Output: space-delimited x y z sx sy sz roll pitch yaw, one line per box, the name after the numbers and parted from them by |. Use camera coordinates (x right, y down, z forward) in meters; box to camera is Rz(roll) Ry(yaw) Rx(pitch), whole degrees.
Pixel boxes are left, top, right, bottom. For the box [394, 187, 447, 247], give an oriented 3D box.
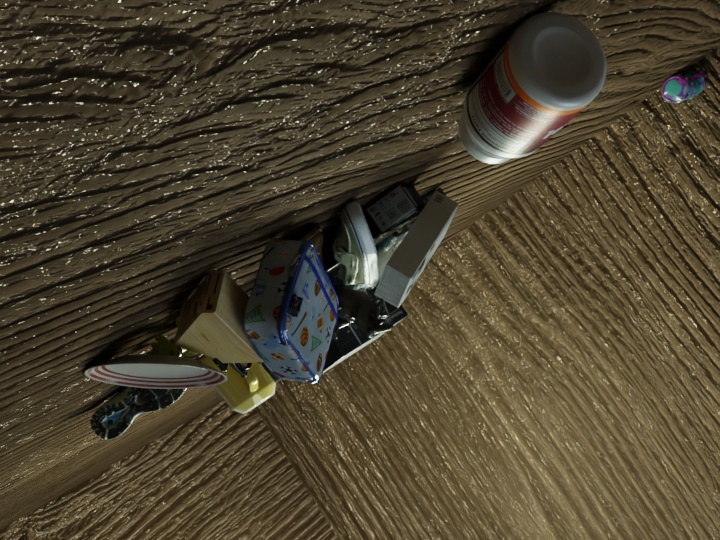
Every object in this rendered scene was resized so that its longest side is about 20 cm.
0.072 -0.078 1.833 0.200 0.049 0.161 -32 176 -22 | box

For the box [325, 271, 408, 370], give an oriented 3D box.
-0.045 0.066 1.683 0.200 0.182 0.104 -29 173 -45 | box

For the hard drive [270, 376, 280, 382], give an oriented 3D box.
-0.133 0.119 1.859 0.200 0.140 0.033 -35 176 16 | hard drive

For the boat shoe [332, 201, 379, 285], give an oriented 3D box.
-0.011 -0.030 1.388 0.062 0.072 0.200 -18 148 -3 | boat shoe

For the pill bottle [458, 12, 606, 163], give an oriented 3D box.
0.187 -0.199 1.044 0.113 0.113 0.200 -32 175 -20 | pill bottle

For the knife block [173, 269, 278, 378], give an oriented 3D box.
-0.157 0.085 1.246 0.200 0.175 0.064 -42 -145 55 | knife block

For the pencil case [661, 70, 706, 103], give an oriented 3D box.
1.033 -0.587 2.891 0.200 0.085 0.092 -26 161 -51 | pencil case

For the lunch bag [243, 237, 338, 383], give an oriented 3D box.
-0.088 0.052 1.243 0.200 0.075 0.161 70 31 -55 | lunch bag

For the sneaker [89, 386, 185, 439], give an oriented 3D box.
-0.405 0.226 1.668 0.200 0.079 0.090 -30 -166 -1 | sneaker

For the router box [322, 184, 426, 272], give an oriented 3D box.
0.011 -0.067 1.520 0.200 0.051 0.149 -35 177 12 | router box

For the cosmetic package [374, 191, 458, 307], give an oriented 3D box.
0.095 -0.036 1.499 0.200 0.051 0.083 -55 173 -39 | cosmetic package

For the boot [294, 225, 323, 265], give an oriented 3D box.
-0.074 -0.014 1.362 0.073 0.076 0.200 -31 174 -7 | boot

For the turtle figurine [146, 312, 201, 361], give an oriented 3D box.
-0.267 0.112 1.374 0.200 0.065 0.161 -32 174 -3 | turtle figurine

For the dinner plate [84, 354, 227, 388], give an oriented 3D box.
-0.291 0.143 1.296 0.199 0.024 0.200 0 165 0 | dinner plate

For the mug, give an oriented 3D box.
-0.273 0.236 2.015 0.149 0.153 0.187 -34 175 15 | mug

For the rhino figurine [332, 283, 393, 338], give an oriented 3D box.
-0.031 0.060 1.442 0.087 0.200 0.060 -48 140 -34 | rhino figurine

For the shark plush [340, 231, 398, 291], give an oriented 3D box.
0.000 0.000 1.628 0.200 0.083 0.091 -57 153 -15 | shark plush
